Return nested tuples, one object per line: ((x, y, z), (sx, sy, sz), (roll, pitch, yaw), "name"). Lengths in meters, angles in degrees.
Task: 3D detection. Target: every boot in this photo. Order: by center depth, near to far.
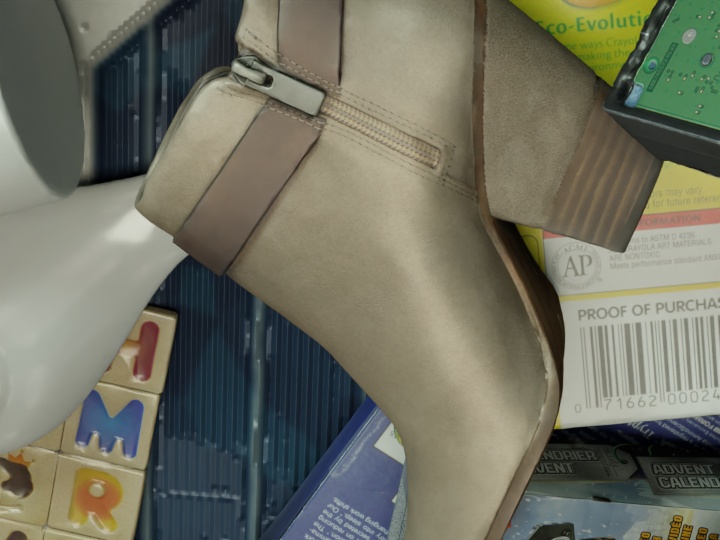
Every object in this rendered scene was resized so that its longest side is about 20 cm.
((0.000, 0.000, 0.878), (0.146, 0.070, 0.201), (20, 101, -6), "boot")

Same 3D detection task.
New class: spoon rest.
((-0.104, 0.007, 0.989), (0.199, 0.061, 0.100), (-21, 112, 30), "spoon rest")

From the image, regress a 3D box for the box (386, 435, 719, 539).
((0.068, 0.151, 1.012), (0.136, 0.040, 0.201), (6, 121, -11), "box")

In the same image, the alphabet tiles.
((-0.159, 0.056, 1.046), (0.166, 0.006, 0.201), (13, 117, 0), "alphabet tiles")

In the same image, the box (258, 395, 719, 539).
((0.045, 0.090, 1.026), (0.121, 0.032, 0.200), (32, 113, -10), "box")

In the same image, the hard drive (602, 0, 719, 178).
((0.171, -0.109, 0.811), (0.038, 0.139, 0.201), (38, 77, -42), "hard drive")

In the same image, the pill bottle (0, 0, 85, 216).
((-0.199, -0.045, 0.940), (0.199, 0.114, 0.115), (-13, 115, 12), "pill bottle")

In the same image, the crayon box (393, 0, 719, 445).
((0.064, -0.049, 0.922), (0.126, 0.051, 0.201), (-4, 109, 3), "crayon box")
